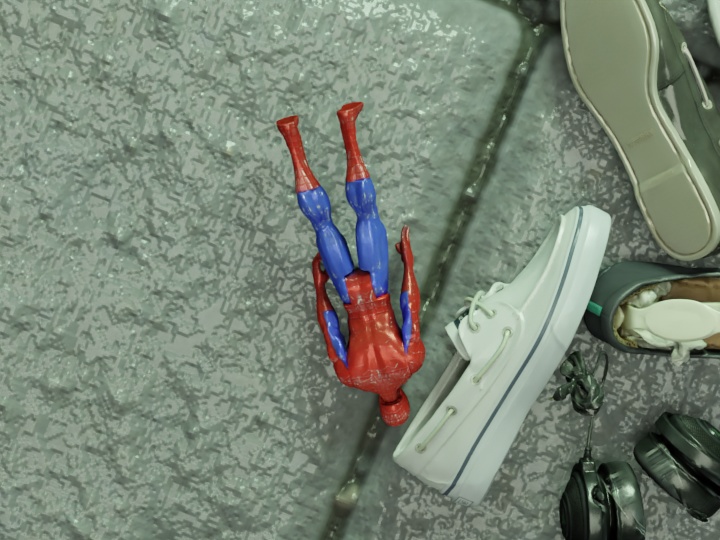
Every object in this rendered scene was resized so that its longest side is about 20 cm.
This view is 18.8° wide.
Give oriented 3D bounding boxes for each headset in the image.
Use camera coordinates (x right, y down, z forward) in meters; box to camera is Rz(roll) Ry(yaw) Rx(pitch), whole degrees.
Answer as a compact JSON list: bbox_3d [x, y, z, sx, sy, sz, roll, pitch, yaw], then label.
[{"bbox_3d":[0.174,0.136,1.308,0.123,0.094,0.200,-30,107,3],"label":"headset"}]

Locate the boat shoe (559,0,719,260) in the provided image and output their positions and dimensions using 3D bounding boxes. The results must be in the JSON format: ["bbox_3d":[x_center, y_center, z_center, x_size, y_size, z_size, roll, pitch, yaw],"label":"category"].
[{"bbox_3d":[0.177,-0.103,1.308,0.067,0.057,0.201,-20,93,38],"label":"boat shoe"}]

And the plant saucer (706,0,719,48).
[{"bbox_3d":[0.302,-0.176,1.294,0.199,0.050,0.201,0,96,1],"label":"plant saucer"}]

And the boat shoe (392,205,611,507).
[{"bbox_3d":[0.083,0.045,1.308,0.067,0.074,0.201,24,97,-5],"label":"boat shoe"}]

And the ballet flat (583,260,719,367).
[{"bbox_3d":[0.234,0.029,1.309,0.199,0.073,0.073,3,96,0],"label":"ballet flat"}]

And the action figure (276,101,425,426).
[{"bbox_3d":[0.000,0.000,1.317,0.065,0.052,0.201,-12,101,7],"label":"action figure"}]
